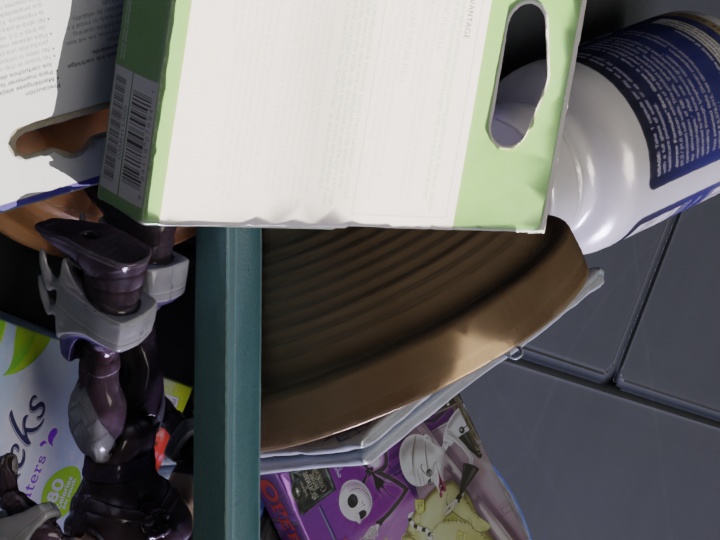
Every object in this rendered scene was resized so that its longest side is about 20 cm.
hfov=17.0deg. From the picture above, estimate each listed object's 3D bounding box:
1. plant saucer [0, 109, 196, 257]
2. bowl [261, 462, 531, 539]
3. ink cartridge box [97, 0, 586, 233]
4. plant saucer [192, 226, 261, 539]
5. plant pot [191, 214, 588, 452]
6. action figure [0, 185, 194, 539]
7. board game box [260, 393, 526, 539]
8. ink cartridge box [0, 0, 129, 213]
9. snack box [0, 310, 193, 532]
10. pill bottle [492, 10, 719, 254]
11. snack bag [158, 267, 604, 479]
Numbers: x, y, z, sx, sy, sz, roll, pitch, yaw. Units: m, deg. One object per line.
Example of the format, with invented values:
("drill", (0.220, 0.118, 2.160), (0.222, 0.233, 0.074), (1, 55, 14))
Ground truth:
("plant saucer", (-0.101, -0.099, 1.050), (0.200, 0.032, 0.200), (-14, 116, -30))
("bowl", (0.008, 0.166, 1.218), (0.201, 0.039, 0.201), (5, 81, -35))
("ink cartridge box", (-0.003, -0.090, 1.011), (0.200, 0.048, 0.146), (0, 106, -33))
("plant saucer", (-0.057, 0.049, 1.035), (0.070, 0.019, 0.200), (64, 25, -68))
("plant pot", (0.000, 0.000, 1.140), (0.201, 0.201, 0.093), (-35, 106, -38))
("action figure", (-0.105, 0.067, 1.040), (0.130, 0.069, 0.200), (-30, 128, -54))
("board game box", (0.035, 0.158, 1.197), (0.120, 0.032, 0.200), (-32, 103, -30))
("ink cartridge box", (-0.135, -0.129, 0.970), (0.196, 0.043, 0.200), (-18, 120, -25))
("snack box", (-0.181, 0.117, 1.075), (0.169, 0.068, 0.200), (26, 84, -54))
("pill bottle", (0.135, -0.073, 1.349), (0.200, 0.111, 0.111), (-24, 125, -45))
("snack bag", (0.006, 0.048, 1.196), (0.200, 0.189, 0.021), (-34, 105, -38))
